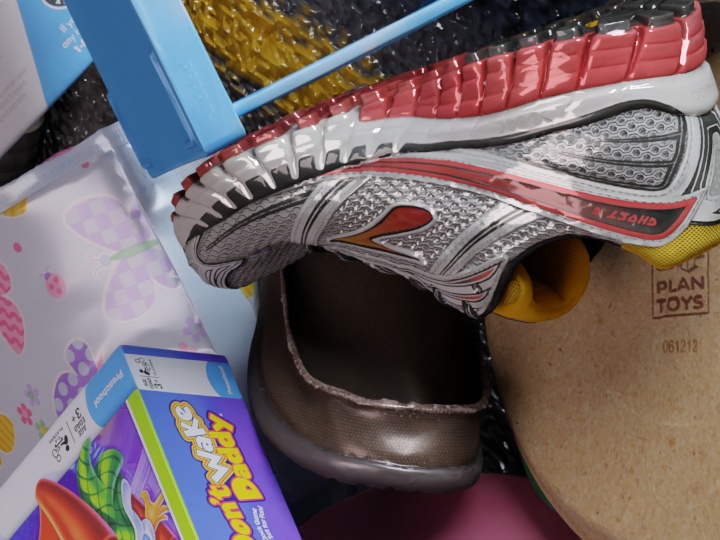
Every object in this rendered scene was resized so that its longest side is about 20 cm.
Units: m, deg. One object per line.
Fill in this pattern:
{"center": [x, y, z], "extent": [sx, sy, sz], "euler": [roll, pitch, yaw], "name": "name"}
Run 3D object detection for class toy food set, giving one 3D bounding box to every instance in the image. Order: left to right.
{"center": [0.109, 0.004, 0.863], "extent": [0.200, 0.049, 0.199], "euler": [-28, 66, 43], "name": "toy food set"}

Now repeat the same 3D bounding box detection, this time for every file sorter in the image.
{"center": [-0.034, -0.118, 0.867], "extent": [0.139, 0.122, 0.200], "euler": [64, 172, -4], "name": "file sorter"}

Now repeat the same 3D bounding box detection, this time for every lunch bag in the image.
{"center": [-0.078, 0.035, 1.077], "extent": [0.170, 0.127, 0.200], "euler": [62, 154, -1], "name": "lunch bag"}

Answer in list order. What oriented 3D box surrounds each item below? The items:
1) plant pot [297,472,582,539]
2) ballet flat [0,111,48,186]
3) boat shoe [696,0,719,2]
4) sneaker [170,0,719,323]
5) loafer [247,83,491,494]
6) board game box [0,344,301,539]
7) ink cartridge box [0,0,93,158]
{"center": [0.039, 0.196, 0.936], "extent": [0.199, 0.179, 0.200], "euler": [8, 134, 8], "name": "plant pot"}
{"center": [-0.183, -0.043, 1.202], "extent": [0.067, 0.057, 0.200], "euler": [60, 143, 6], "name": "ballet flat"}
{"center": [0.058, -0.157, 0.849], "extent": [0.200, 0.071, 0.069], "euler": [60, 148, 10], "name": "boat shoe"}
{"center": [0.021, -0.018, 0.849], "extent": [0.200, 0.078, 0.082], "euler": [-14, 97, 44], "name": "sneaker"}
{"center": [0.000, 0.000, 0.944], "extent": [0.200, 0.073, 0.071], "euler": [-108, 27, -58], "name": "loafer"}
{"center": [-0.091, 0.139, 0.936], "extent": [0.200, 0.045, 0.135], "euler": [-49, 51, 32], "name": "board game box"}
{"center": [-0.179, -0.131, 1.029], "extent": [0.200, 0.115, 0.068], "euler": [44, -176, -8], "name": "ink cartridge box"}
